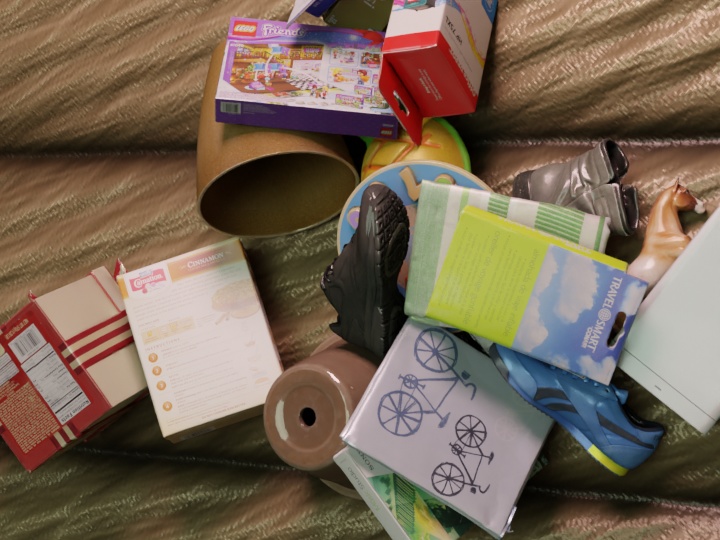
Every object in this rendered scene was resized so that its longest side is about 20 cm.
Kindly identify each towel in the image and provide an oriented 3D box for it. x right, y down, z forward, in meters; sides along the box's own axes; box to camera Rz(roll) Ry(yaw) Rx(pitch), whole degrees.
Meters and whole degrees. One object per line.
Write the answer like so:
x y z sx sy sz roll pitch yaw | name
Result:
0.150 -0.003 1.618 0.199 0.023 0.153 11 105 11 | towel

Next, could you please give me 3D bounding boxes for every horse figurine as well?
0.311 0.020 1.615 0.132 0.050 0.200 42 104 16 | horse figurine

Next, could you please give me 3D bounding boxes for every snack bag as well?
0.100 0.157 1.624 0.200 0.189 0.021 32 145 -1 | snack bag

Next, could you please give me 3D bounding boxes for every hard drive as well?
0.356 0.046 1.565 0.132 0.027 0.200 39 101 11 | hard drive

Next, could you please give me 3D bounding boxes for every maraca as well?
0.056 -0.120 1.729 0.137 0.107 0.201 -24 68 24 | maraca

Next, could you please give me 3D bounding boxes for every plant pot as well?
-0.017 0.160 1.717 0.200 0.174 0.201 -1 88 29 | plant pot
-0.112 -0.169 1.795 0.186 0.186 0.201 -26 61 25 | plant pot

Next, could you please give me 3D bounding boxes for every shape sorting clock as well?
0.070 -0.022 1.664 0.199 0.039 0.201 6 117 11 | shape sorting clock

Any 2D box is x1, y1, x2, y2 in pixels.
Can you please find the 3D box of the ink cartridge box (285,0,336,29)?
0.006 -0.369 1.710 0.198 0.047 0.200 -37 31 38 | ink cartridge box

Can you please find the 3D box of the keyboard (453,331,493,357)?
0.152 0.065 1.710 0.104 0.040 0.200 -44 77 12 | keyboard

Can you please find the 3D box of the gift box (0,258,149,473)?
-0.351 0.101 1.891 0.184 0.187 0.200 -32 88 25 | gift box

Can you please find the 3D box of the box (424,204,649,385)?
0.178 0.024 1.580 0.199 0.048 0.122 21 107 8 | box

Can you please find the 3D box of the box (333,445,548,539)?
0.087 0.199 1.637 0.145 0.200 0.036 53 147 5 | box

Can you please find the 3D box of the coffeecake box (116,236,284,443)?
-0.182 0.081 1.833 0.153 0.073 0.201 -18 78 -1 | coffeecake box

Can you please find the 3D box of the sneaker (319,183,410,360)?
0.000 0.000 1.643 0.090 0.076 0.201 16 121 23 | sneaker

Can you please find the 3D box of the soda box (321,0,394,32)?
0.038 -0.351 1.757 0.200 0.064 0.068 -50 23 17 | soda box

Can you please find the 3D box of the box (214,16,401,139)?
-0.053 -0.212 1.713 0.199 0.039 0.137 6 49 0 | box

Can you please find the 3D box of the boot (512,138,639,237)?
0.233 -0.030 1.634 0.130 0.068 0.201 -16 78 40 | boot

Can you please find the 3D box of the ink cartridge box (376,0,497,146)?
0.083 -0.246 1.668 0.067 0.116 0.201 -4 57 27 | ink cartridge box

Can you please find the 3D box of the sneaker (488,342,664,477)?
0.226 0.125 1.621 0.200 0.066 0.079 39 111 -1 | sneaker
